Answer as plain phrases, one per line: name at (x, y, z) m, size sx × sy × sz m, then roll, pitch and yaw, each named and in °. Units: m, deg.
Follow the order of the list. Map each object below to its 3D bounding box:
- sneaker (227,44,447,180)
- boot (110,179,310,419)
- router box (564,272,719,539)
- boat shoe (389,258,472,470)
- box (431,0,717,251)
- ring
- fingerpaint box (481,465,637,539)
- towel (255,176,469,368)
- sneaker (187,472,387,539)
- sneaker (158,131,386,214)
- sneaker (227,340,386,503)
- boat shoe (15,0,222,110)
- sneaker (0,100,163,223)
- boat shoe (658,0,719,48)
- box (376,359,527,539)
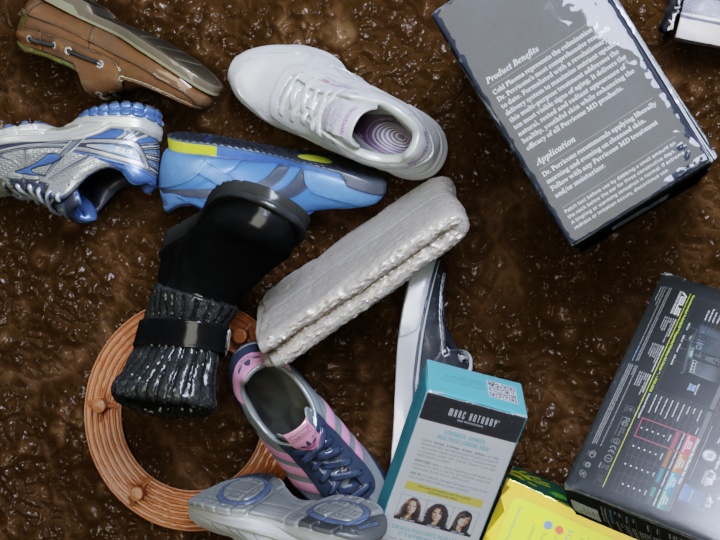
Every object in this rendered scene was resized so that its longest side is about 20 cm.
sneaker at (-0.022, -0.138, 1.146) m, size 0.198 × 0.100 × 0.076 m, roll 23°, pitch 95°, yaw 11°
boot at (-0.119, 0.031, 1.103) m, size 0.079 × 0.211 × 0.160 m, roll 25°, pitch 63°, yaw -20°
router box at (0.263, 0.116, 1.052) m, size 0.148 × 0.062 × 0.201 m, roll 19°, pitch 68°, yaw 28°
boat shoe at (0.063, 0.087, 1.139) m, size 0.067 × 0.072 × 0.203 m, roll 5°, pitch 95°, yaw 7°
box at (0.164, -0.129, 1.059) m, size 0.123 × 0.200 × 0.198 m, roll -30°, pitch 84°, yaw 9°
ring at (-0.148, 0.125, 1.205) m, size 0.197 × 0.019 × 0.204 m, roll 0°, pitch 88°, yaw 10°
fingerpaint box at (0.158, 0.285, 1.117) m, size 0.165 × 0.073 × 0.202 m, roll 22°, pitch 95°, yaw 11°
towel at (0.000, 0.000, 1.121) m, size 0.199 × 0.133 × 0.035 m, roll -35°, pitch 106°, yaw 8°
sneaker at (-0.065, 0.220, 1.120) m, size 0.198 × 0.074 × 0.088 m, roll 10°, pitch 111°, yaw 39°
sneaker at (-0.075, -0.065, 1.176) m, size 0.197 × 0.066 × 0.080 m, roll 9°, pitch 101°, yaw 11°
sneaker at (-0.040, 0.147, 1.142) m, size 0.070 × 0.082 × 0.200 m, roll -42°, pitch 94°, yaw -2°
boat shoe at (-0.209, -0.179, 1.201) m, size 0.199 × 0.072 × 0.069 m, roll 31°, pitch 99°, yaw 19°
sneaker at (-0.261, -0.081, 1.189) m, size 0.197 × 0.077 × 0.086 m, roll -14°, pitch 74°, yaw 15°
boat shoe at (0.340, -0.211, 1.090) m, size 0.197 × 0.075 × 0.094 m, roll 14°, pitch 99°, yaw 11°
box at (0.061, 0.175, 1.103) m, size 0.081 × 0.049 × 0.202 m, roll 15°, pitch 115°, yaw -7°
